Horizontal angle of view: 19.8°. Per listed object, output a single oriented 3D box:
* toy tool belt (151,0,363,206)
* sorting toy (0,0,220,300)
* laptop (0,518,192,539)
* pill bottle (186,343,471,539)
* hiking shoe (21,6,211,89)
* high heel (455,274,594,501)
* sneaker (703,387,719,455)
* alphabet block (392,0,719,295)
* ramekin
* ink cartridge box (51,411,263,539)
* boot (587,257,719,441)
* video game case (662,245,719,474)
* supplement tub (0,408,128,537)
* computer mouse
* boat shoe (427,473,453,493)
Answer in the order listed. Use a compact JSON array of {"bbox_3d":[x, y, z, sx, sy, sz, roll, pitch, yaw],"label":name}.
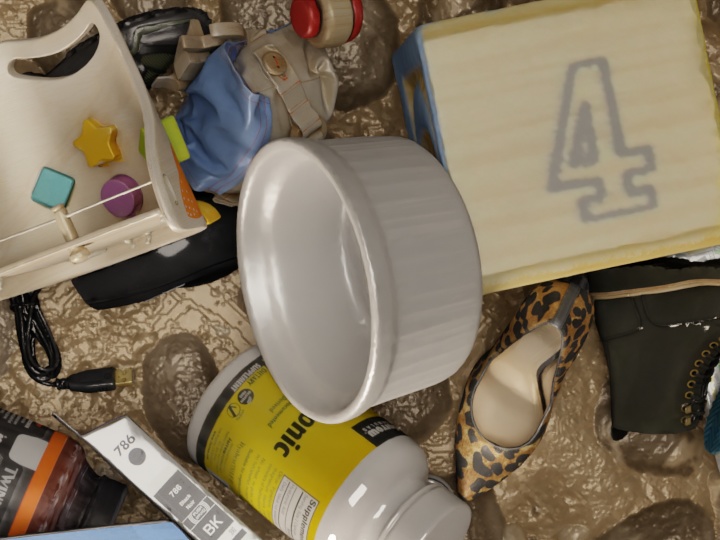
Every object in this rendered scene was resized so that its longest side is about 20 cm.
[{"bbox_3d":[-0.085,-0.129,1.483,0.123,0.200,0.125,-12,62,-32],"label":"toy tool belt"},{"bbox_3d":[-0.199,-0.093,1.467,0.200,0.107,0.180,-18,90,35],"label":"sorting toy"},{"bbox_3d":[-0.190,0.276,1.498,0.187,0.116,0.200,-8,93,15],"label":"laptop"},{"bbox_3d":[-0.021,0.148,1.502,0.200,0.111,0.111,35,87,23],"label":"pill bottle"},{"bbox_3d":[-0.190,-0.126,1.554,0.200,0.076,0.101,-27,100,5],"label":"hiking shoe"},{"bbox_3d":[0.111,0.093,1.523,0.071,0.143,0.200,27,100,5],"label":"high heel"},{"bbox_3d":[0.340,0.065,1.565,0.081,0.077,0.200,28,95,-11],"label":"sneaker"},{"bbox_3d":[0.145,-0.095,1.511,0.200,0.195,0.197,-12,93,-5],"label":"alphabet block"},{"bbox_3d":[0.000,0.000,1.440,0.098,0.200,0.201,-11,91,-29],"label":"ramekin"},{"bbox_3d":[-0.145,0.160,1.535,0.200,0.099,0.039,42,81,-4],"label":"ink cartridge box"},{"bbox_3d":[0.268,0.060,1.545,0.077,0.200,0.138,-11,97,-47],"label":"boot"},{"bbox_3d":[0.348,0.059,1.607,0.182,0.023,0.200,-15,91,-4],"label":"video game case"},{"bbox_3d":[-0.276,0.154,1.523,0.200,0.107,0.107,22,88,-4],"label":"supplement tub"},{"bbox_3d":[-0.174,0.017,1.560,0.200,0.046,0.141,-10,89,-4],"label":"computer mouse"},{"bbox_3d":[-0.012,0.224,1.559,0.200,0.070,0.071,-32,92,-3],"label":"boat shoe"}]
